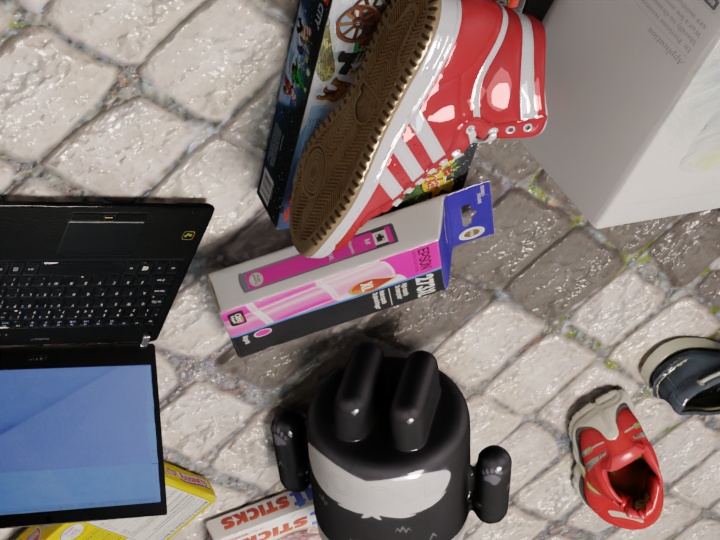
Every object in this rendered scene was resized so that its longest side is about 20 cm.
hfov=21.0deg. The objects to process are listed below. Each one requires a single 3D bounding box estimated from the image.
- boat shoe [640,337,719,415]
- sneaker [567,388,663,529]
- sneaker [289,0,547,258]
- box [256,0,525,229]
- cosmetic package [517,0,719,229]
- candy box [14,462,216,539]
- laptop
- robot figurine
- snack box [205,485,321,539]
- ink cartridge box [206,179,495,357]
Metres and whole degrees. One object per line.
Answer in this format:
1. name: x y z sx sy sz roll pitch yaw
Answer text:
1. boat shoe: 0.329 0.094 1.651 0.200 0.062 0.075 5 130 -38
2. sneaker: 0.226 0.184 1.672 0.077 0.085 0.200 -29 143 1
3. sneaker: 0.040 -0.081 1.185 0.112 0.071 0.200 8 128 -34
4. box: 0.019 -0.117 1.221 0.136 0.038 0.200 -9 139 -24
5. cosmetic package: 0.224 -0.145 1.225 0.199 0.123 0.200 -10 143 -41
6. candy box: -0.212 0.212 1.469 0.200 0.026 0.102 -40 144 16
7. laptop: -0.187 0.061 1.243 0.177 0.103 0.200 -1 135 -33
8. robot figurine: 0.022 0.144 1.457 0.125 0.150 0.200 -29 140 -24
9. snack box: -0.026 0.196 1.573 0.200 0.024 0.072 -19 140 -13
10. ink cartridge box: 0.000 0.000 1.316 0.200 0.037 0.095 -21 158 -2
